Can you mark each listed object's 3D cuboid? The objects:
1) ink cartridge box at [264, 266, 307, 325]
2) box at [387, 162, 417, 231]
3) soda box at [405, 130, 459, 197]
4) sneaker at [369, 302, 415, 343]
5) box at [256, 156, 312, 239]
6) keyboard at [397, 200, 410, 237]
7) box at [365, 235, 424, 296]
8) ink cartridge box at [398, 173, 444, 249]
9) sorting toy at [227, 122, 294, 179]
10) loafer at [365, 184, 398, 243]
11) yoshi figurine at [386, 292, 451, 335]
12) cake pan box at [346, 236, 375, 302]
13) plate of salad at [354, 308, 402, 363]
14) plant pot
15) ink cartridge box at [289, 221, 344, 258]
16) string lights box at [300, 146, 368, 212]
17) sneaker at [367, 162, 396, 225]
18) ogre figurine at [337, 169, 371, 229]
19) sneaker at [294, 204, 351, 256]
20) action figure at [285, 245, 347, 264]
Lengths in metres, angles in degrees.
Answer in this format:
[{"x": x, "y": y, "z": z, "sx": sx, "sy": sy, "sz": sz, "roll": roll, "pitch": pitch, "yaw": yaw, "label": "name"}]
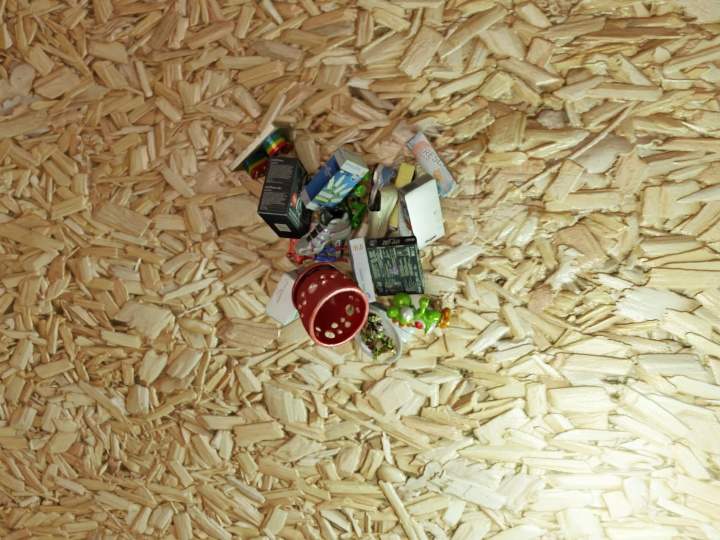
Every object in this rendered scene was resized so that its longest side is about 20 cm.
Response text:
[{"x": -0.211, "y": 0.078, "z": 1.697, "sx": 0.083, "sy": 0.200, "sz": 0.149, "roll": 31, "pitch": 103, "yaw": 7, "label": "ink cartridge box"}, {"x": 0.124, "y": -0.228, "z": 1.642, "sx": 0.049, "sy": 0.075, "sz": 0.206, "roll": 19, "pitch": 102, "yaw": 11, "label": "box"}, {"x": 0.220, "y": -0.323, "z": 1.607, "sx": 0.063, "sy": 0.068, "sz": 0.203, "roll": -35, "pitch": 86, "yaw": 18, "label": "soda box"}, {"x": 0.080, "y": 0.166, "z": 1.697, "sx": 0.196, "sy": 0.073, "sz": 0.072, "roll": 31, "pitch": 100, "yaw": 9, "label": "sneaker"}, {"x": -0.223, "y": -0.221, "z": 1.640, "sx": 0.100, "sy": 0.200, "sz": 0.188, "roll": 5, "pitch": 74, "yaw": 14, "label": "box"}, {"x": 0.137, "y": -0.123, "z": 1.636, "sx": 0.011, "sy": 0.055, "sz": 0.207, "roll": 28, "pitch": 126, "yaw": 48, "label": "keyboard"}, {"x": 0.110, "y": -0.010, "z": 1.629, "sx": 0.155, "sy": 0.044, "sz": 0.204, "roll": -4, "pitch": 131, "yaw": 15, "label": "box"}, {"x": 0.186, "y": -0.175, "z": 1.592, "sx": 0.107, "sy": 0.050, "sz": 0.204, "roll": -28, "pitch": 129, "yaw": -12, "label": "ink cartridge box"}, {"x": -0.298, "y": -0.370, "z": 1.675, "sx": 0.199, "sy": 0.199, "sz": 0.070, "roll": -40, "pitch": 95, "yaw": 15, "label": "sorting toy"}, {"x": 0.050, "y": -0.168, "z": 1.602, "sx": 0.066, "sy": 0.076, "sz": 0.205, "roll": 7, "pitch": 115, "yaw": -28, "label": "loafer"}, {"x": 0.178, "y": 0.119, "z": 1.641, "sx": 0.193, "sy": 0.113, "sz": 0.116, "roll": 8, "pitch": 114, "yaw": -1, "label": "yoshi figurine"}, {"x": 0.000, "y": 0.000, "z": 1.642, "sx": 0.050, "sy": 0.184, "sz": 0.207, "roll": -11, "pitch": 92, "yaw": -1, "label": "cake pan box"}, {"x": 0.045, "y": 0.216, "z": 1.687, "sx": 0.196, "sy": 0.048, "sz": 0.205, "roll": 22, "pitch": 130, "yaw": 28, "label": "plate of salad"}, {"x": -0.100, "y": 0.090, "z": 1.534, "sx": 0.182, "sy": 0.197, "sz": 0.204, "roll": 42, "pitch": 108, "yaw": 44, "label": "plant pot"}, {"x": -0.150, "y": -0.102, "z": 1.739, "sx": 0.193, "sy": 0.050, "sz": 0.113, "roll": 6, "pitch": 98, "yaw": 13, "label": "ink cartridge box"}, {"x": -0.079, "y": -0.264, "z": 1.569, "sx": 0.200, "sy": 0.101, "sz": 0.060, "roll": -43, "pitch": 57, "yaw": 28, "label": "string lights box"}, {"x": 0.063, "y": -0.227, "z": 1.657, "sx": 0.074, "sy": 0.076, "sz": 0.207, "roll": 9, "pitch": 110, "yaw": -4, "label": "sneaker"}, {"x": -0.030, "y": -0.241, "z": 1.660, "sx": 0.097, "sy": 0.203, "sz": 0.119, "roll": -36, "pitch": 55, "yaw": -23, "label": "ogre figurine"}, {"x": -0.120, "y": -0.137, "z": 1.602, "sx": 0.196, "sy": 0.142, "sz": 0.078, "roll": -30, "pitch": 54, "yaw": -18, "label": "sneaker"}, {"x": -0.142, "y": -0.052, "z": 1.692, "sx": 0.192, "sy": 0.099, "sz": 0.068, "roll": -1, "pitch": 96, "yaw": -8, "label": "action figure"}]
